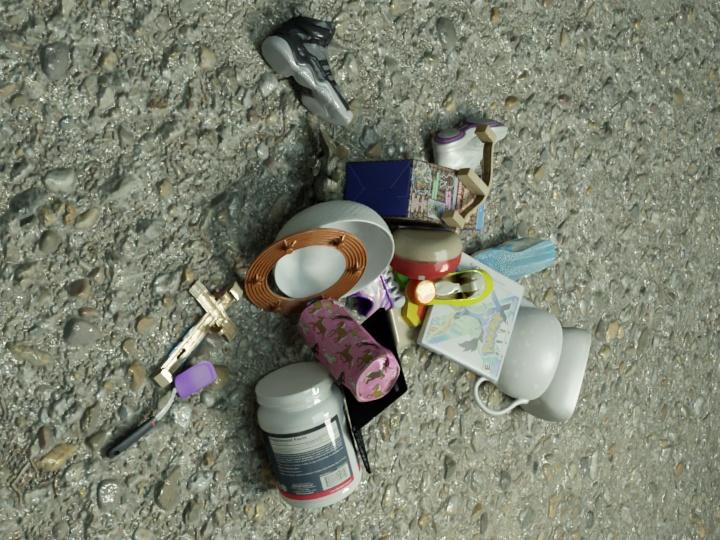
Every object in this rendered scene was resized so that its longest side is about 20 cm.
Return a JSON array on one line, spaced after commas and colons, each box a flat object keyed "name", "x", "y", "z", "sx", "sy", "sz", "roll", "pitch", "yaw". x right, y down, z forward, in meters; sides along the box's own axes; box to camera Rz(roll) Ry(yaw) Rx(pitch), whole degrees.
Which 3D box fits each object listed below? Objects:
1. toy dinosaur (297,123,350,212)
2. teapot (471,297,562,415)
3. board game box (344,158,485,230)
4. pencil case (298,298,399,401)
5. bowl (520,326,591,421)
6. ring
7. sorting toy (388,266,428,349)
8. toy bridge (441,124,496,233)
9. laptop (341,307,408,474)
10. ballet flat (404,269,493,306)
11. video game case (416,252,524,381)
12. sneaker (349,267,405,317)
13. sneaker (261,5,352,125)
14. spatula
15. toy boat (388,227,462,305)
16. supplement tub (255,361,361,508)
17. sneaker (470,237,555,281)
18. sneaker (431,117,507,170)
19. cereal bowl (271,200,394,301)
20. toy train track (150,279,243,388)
[{"name": "toy dinosaur", "x": -0.060, "y": -0.137, "z": 1.534, "sx": 0.102, "sy": 0.077, "sz": 0.201, "roll": -28, "pitch": 132, "yaw": -75}, {"name": "teapot", "x": 0.301, "y": 0.160, "z": 1.869, "sx": 0.145, "sy": 0.200, "sz": 0.198, "roll": 17, "pitch": 120, "yaw": -9}, {"name": "board game box", "x": 0.096, "y": -0.129, "z": 1.633, "sx": 0.199, "sy": 0.159, "sz": 0.098, "roll": 6, "pitch": 89, "yaw": -44}, {"name": "pencil case", "x": -0.019, "y": 0.120, "z": 1.454, "sx": 0.082, "sy": 0.200, "sz": 0.087, "roll": -13, "pitch": 125, "yaw": -28}, {"name": "bowl", "x": 0.390, "y": 0.207, "z": 1.948, "sx": 0.074, "sy": 0.200, "sz": 0.201, "roll": 19, "pitch": 80, "yaw": -11}, {"name": "ring", "x": -0.083, "y": 0.008, "z": 1.466, "sx": 0.200, "sy": 0.200, "sz": 0.019, "roll": 22, "pitch": 37, "yaw": -43}, {"name": "sorting toy", "x": 0.116, "y": 0.028, "z": 1.750, "sx": 0.185, "sy": 0.036, "sz": 0.201, "roll": -23, "pitch": 109, "yaw": -42}, {"name": "toy bridge", "x": 0.193, "y": -0.149, "z": 1.595, "sx": 0.067, "sy": 0.027, "sz": 0.201, "roll": 41, "pitch": 61, "yaw": -38}, {"name": "laptop", "x": 0.024, "y": 0.196, "z": 1.526, "sx": 0.201, "sy": 0.103, "sz": 0.178, "roll": 74, "pitch": 1, "yaw": -46}, {"name": "ballet flat", "x": 0.175, "y": 0.032, "z": 1.710, "sx": 0.199, "sy": 0.067, "sz": 0.067, "roll": -5, "pitch": 82, "yaw": -29}, {"name": "video game case", "x": 0.212, "y": 0.083, "z": 1.770, "sx": 0.182, "sy": 0.022, "sz": 0.201, "roll": 28, "pitch": 70, "yaw": -21}, {"name": "sneaker", "x": 0.000, "y": 0.000, "z": 1.613, "sx": 0.088, "sy": 0.080, "sz": 0.201, "roll": -34, "pitch": 114, "yaw": -17}, {"name": "sneaker", "x": -0.063, "y": -0.333, "z": 1.516, "sx": 0.200, "sy": 0.075, "sz": 0.114, "roll": 43, "pitch": 66, "yaw": -33}, {"name": "spatula", "x": -0.290, "y": 0.203, "z": 1.364, "sx": 0.200, "sy": 0.020, "sz": 0.057, "roll": -44, "pitch": 147, "yaw": -30}, {"name": "toy boat", "x": 0.107, "y": -0.005, "z": 1.601, "sx": 0.200, "sy": 0.130, "sz": 0.132, "roll": -40, "pitch": 133, "yaw": -83}, {"name": "supplement tub", "x": -0.084, "y": 0.263, "z": 1.497, "sx": 0.140, "sy": 0.140, "sz": 0.201, "roll": -28, "pitch": 112, "yaw": -40}, {"name": "sneaker", "x": 0.294, "y": -0.020, "z": 1.901, "sx": 0.199, "sy": 0.081, "sz": 0.077, "roll": -11, "pitch": 103, "yaw": -24}, {"name": "sneaker", "x": 0.208, "y": -0.237, "z": 1.812, "sx": 0.199, "sy": 0.075, "sz": 0.100, "roll": -24, "pitch": 123, "yaw": -37}, {"name": "cereal bowl", "x": -0.051, "y": -0.042, "z": 1.502, "sx": 0.200, "sy": 0.200, "sz": 0.084, "roll": 20, "pitch": 38, "yaw": -43}, {"name": "toy train track", "x": -0.238, "y": 0.094, "z": 1.407, "sx": 0.200, "sy": 0.032, "sz": 0.115, "roll": -52, "pitch": 126, "yaw": -27}]
